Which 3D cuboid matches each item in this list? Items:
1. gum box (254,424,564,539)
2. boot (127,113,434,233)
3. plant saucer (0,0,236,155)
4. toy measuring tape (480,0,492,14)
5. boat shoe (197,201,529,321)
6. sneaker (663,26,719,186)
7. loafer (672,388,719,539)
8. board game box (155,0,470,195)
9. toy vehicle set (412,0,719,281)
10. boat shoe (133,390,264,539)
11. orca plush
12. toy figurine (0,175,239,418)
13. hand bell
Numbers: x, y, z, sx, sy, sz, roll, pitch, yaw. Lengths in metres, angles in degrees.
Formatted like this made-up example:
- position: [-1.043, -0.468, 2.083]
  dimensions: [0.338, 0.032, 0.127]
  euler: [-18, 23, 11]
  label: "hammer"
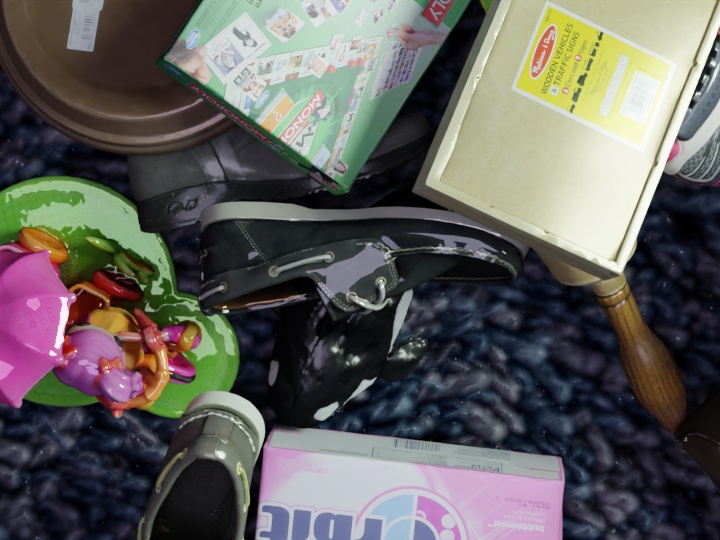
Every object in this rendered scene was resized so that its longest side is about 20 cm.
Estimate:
- position: [0.034, 0.169, 1.291]
  dimensions: [0.199, 0.066, 0.114]
  euler: [6, 99, 3]
  label: "gum box"
- position: [-0.061, -0.105, 1.254]
  dimensions: [0.199, 0.068, 0.131]
  euler: [-13, 93, 4]
  label: "boot"
- position: [-0.131, -0.170, 1.234]
  dimensions: [0.199, 0.029, 0.201]
  euler: [-1, 83, 6]
  label: "plant saucer"
- position: [0.079, -0.139, 1.193]
  dimensions: [0.200, 0.074, 0.074]
  euler: [26, 101, -23]
  label: "toy measuring tape"
- position: [0.000, 0.000, 1.203]
  dimensions: [0.199, 0.072, 0.068]
  euler: [1, 69, 13]
  label: "boat shoe"
- position: [0.236, -0.145, 1.228]
  dimensions: [0.075, 0.081, 0.200]
  euler: [26, 102, -30]
  label: "sneaker"
- position: [0.258, 0.164, 1.281]
  dimensions: [0.071, 0.073, 0.200]
  euler: [-27, 89, 13]
  label: "loafer"
- position: [-0.011, -0.164, 1.209]
  dimensions: [0.134, 0.029, 0.200]
  euler: [36, 77, -14]
  label: "board game box"
- position: [0.125, -0.110, 1.157]
  dimensions: [0.124, 0.027, 0.200]
  euler: [25, 78, -9]
  label: "toy vehicle set"
- position: [-0.108, 0.171, 1.279]
  dimensions: [0.072, 0.060, 0.202]
  euler: [16, 121, 0]
  label: "boat shoe"
- position: [0.008, 0.020, 1.265]
  dimensions: [0.200, 0.071, 0.105]
  euler: [-41, 96, 9]
  label: "orca plush"
- position: [-0.174, 0.042, 1.223]
  dimensions: [0.200, 0.184, 0.150]
  euler: [30, 100, -3]
  label: "toy figurine"
- position: [0.159, 0.019, 1.253]
  dimensions: [0.104, 0.104, 0.200]
  euler: [-27, 114, 8]
  label: "hand bell"
